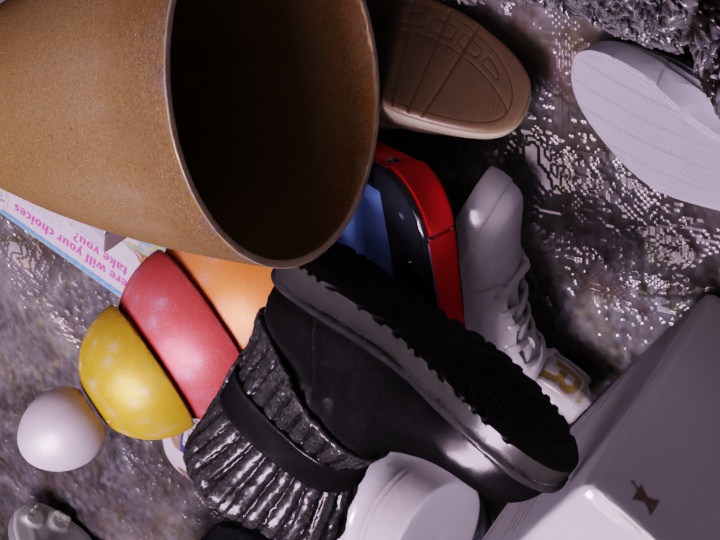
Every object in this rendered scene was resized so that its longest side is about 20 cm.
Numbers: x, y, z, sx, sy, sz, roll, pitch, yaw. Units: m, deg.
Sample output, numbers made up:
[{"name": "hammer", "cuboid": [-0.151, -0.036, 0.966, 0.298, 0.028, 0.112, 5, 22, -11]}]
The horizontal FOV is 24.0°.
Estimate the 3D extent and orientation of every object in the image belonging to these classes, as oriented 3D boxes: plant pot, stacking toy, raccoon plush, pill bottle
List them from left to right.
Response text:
[{"name": "plant pot", "cuboid": [-0.120, -0.094, 0.902, 0.199, 0.186, 0.188, 0, 117, 34]}, {"name": "stacking toy", "cuboid": [-0.119, 0.050, 1.010, 0.146, 0.199, 0.146, 55, 170, 15]}, {"name": "pill bottle", "cuboid": [-0.024, 0.124, 1.076, 0.199, 0.111, 0.112, 28, 131, 36]}, {"name": "raccoon plush", "cuboid": [0.118, -0.123, 0.837, 0.134, 0.096, 0.201, -35, 63, 46]}]

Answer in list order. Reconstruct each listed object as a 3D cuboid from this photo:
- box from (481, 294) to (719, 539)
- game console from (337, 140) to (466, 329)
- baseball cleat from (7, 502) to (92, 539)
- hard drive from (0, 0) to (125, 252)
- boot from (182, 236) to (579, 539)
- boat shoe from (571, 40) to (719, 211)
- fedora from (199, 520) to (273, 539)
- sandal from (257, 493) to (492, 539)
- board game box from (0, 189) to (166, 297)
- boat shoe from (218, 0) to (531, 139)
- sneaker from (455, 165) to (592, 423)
[{"name": "box", "cuboid": [0.185, 0.167, 0.928, 0.200, 0.199, 0.172, 41, 132, 4]}, {"name": "game console", "cuboid": [0.000, 0.000, 1.005, 0.200, 0.031, 0.178, 33, 135, 54]}, {"name": "baseball cleat", "cuboid": [-0.225, 0.280, 1.363, 0.200, 0.070, 0.106, 50, 132, 0]}, {"name": "hard drive", "cuboid": [-0.178, -0.112, 1.035, 0.200, 0.132, 0.027, 40, 146, 16]}, {"name": "boot", "cuboid": [0.006, 0.096, 0.907, 0.211, 0.079, 0.159, 38, 115, 31]}, {"name": "boat shoe", "cuboid": [0.196, -0.072, 0.867, 0.200, 0.071, 0.072, 35, 148, 38]}, {"name": "fedora", "cuboid": [-0.074, 0.237, 1.193, 0.200, 0.092, 0.201, 25, 163, 8]}, {"name": "sandal", "cuboid": [0.006, 0.155, 1.143, 0.199, 0.077, 0.043, 7, 165, 35]}, {"name": "board game box", "cuboid": [-0.168, -0.056, 1.144, 0.199, 0.034, 0.135, 34, 131, 12]}, {"name": "boat shoe", "cuboid": [0.007, -0.117, 0.975, 0.199, 0.073, 0.065, 19, 162, 19]}, {"name": "sneaker", "cuboid": [0.094, 0.034, 1.002, 0.115, 0.074, 0.201, 28, 139, 15]}]
